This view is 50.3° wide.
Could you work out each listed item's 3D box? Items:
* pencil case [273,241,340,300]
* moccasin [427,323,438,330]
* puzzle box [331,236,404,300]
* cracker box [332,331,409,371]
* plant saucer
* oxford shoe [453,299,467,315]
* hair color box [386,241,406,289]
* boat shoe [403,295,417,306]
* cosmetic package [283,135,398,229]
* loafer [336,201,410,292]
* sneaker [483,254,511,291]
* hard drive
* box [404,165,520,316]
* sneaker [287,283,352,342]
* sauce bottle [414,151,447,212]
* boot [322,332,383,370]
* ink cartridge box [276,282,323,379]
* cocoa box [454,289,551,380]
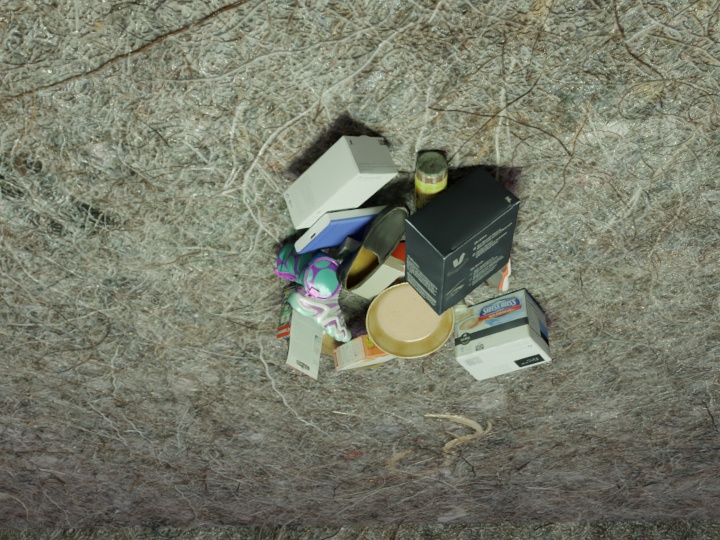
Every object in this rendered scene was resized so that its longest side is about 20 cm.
[{"bbox_3d":[-0.109,-0.002,1.572,0.086,0.092,0.199,51,169,-24],"label":"pencil case"},{"bbox_3d":[0.141,0.154,1.818,0.078,0.070,0.199,3,167,-21],"label":"moccasin"},{"bbox_3d":[0.000,0.000,1.586,0.130,0.026,0.200,24,156,-11],"label":"puzzle box"},{"bbox_3d":[0.029,0.188,1.823,0.131,0.059,0.200,-8,167,-25],"label":"cracker box"},{"bbox_3d":[0.108,0.103,1.689,0.194,0.036,0.205,-1,122,-1],"label":"plant saucer"},{"bbox_3d":[0.177,0.085,1.811,0.074,0.060,0.198,0,167,-36],"label":"oxford shoe"},{"bbox_3d":[0.113,-0.009,1.666,0.194,0.065,0.112,-9,147,13],"label":"hair color box"},{"bbox_3d":[0.095,0.099,1.778,0.072,0.067,0.200,-9,166,-17],"label":"boat shoe"},{"bbox_3d":[-0.039,-0.160,1.405,0.111,0.083,0.199,-10,162,-44],"label":"cosmetic package"},{"bbox_3d":[0.030,-0.039,1.449,0.072,0.072,0.202,32,101,-14],"label":"loafer"},{"bbox_3d":[0.281,-0.019,1.640,0.079,0.079,0.202,3,145,9],"label":"sneaker"},{"bbox_3d":[-0.018,-0.083,1.506,0.197,0.026,0.131,-12,162,-40],"label":"hard drive"},{"bbox_3d":[0.190,-0.055,1.470,0.195,0.118,0.202,-35,151,-19],"label":"box"},{"bbox_3d":[-0.059,0.067,1.747,0.199,0.077,0.141,38,88,-39],"label":"sneaker"},{"bbox_3d":[0.136,-0.138,1.478,0.063,0.066,0.202,-2,145,5],"label":"sauce bottle"},{"bbox_3d":[-0.037,0.186,1.951,0.172,0.068,0.199,-23,137,30],"label":"boot"},{"bbox_3d":[-0.139,0.143,1.769,0.050,0.205,0.108,-18,142,36],"label":"ink cartridge box"},{"bbox_3d":[0.336,0.156,1.834,0.196,0.134,0.133,-20,140,28],"label":"cocoa box"}]
